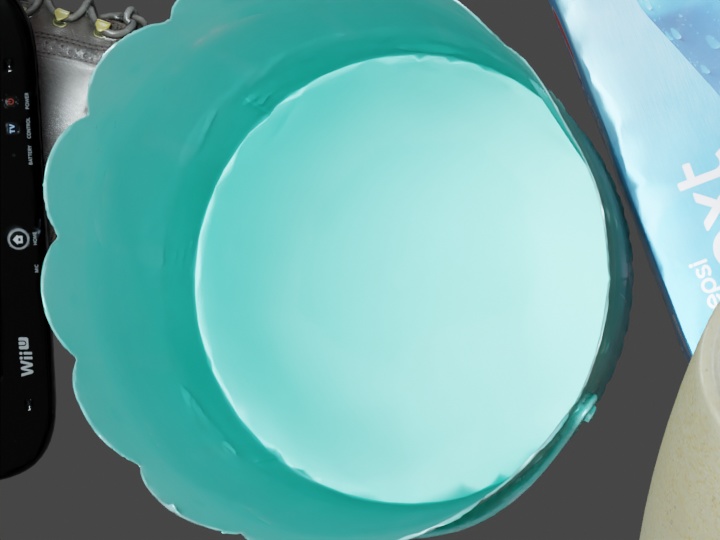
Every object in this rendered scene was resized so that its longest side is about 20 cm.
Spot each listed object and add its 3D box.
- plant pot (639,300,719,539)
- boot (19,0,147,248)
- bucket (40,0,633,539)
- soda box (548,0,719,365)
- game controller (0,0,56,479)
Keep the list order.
[{"bbox_3d":[0.165,0.087,0.799,0.186,0.200,0.188,-8,50,9],"label":"plant pot"},{"bbox_3d":[-0.166,-0.107,0.971,0.173,0.069,0.201,12,94,7],"label":"boot"},{"bbox_3d":[0.000,0.000,0.887,0.206,0.135,0.208,-1,85,15],"label":"bucket"},{"bbox_3d":[0.120,-0.063,0.927,0.068,0.064,0.201,-21,82,4],"label":"soda box"},{"bbox_3d":[-0.168,-0.014,0.933,0.104,0.042,0.201,3,111,9],"label":"game controller"}]
